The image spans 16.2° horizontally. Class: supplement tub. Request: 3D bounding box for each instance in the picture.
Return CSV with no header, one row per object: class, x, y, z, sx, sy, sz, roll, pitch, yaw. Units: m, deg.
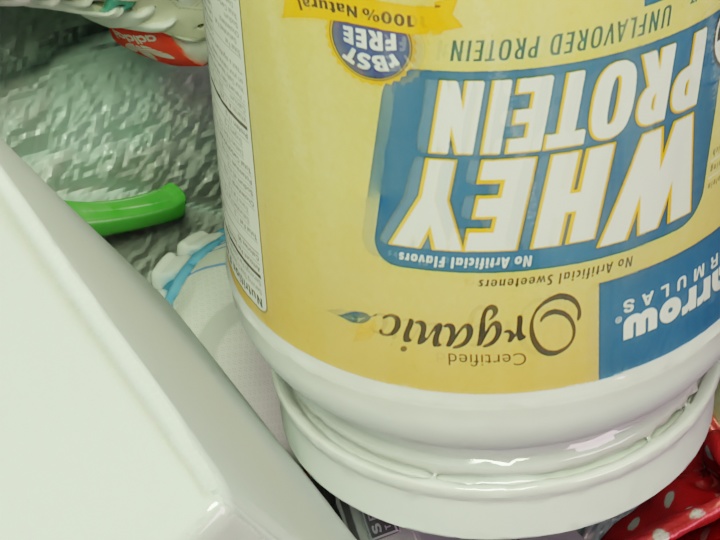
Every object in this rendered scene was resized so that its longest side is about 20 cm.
supplement tub,0.033,-0.047,0.649,0.144,0.144,0.201,-34,135,-36

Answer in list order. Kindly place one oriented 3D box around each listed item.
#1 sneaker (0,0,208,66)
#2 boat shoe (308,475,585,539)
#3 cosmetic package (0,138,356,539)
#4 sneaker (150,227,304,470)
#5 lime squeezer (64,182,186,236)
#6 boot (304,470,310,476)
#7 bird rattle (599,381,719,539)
sneaker,-0.065,-0.087,0.683,0.199,0.070,0.094,-34,135,-41
boat shoe,0.036,0.108,0.808,0.056,0.069,0.200,-24,141,21
cosmetic package,-0.114,0.091,0.623,0.200,0.166,0.167,-41,148,0
sneaker,0.000,0.000,0.783,0.075,0.086,0.200,60,37,-22
lime squeezer,-0.122,0.010,0.729,0.200,0.038,0.071,-40,176,-31
boot,-0.054,0.054,0.821,0.200,0.073,0.155,-49,144,-22
bird rattle,0.143,0.028,0.925,0.163,0.112,0.201,-111,-151,-76
